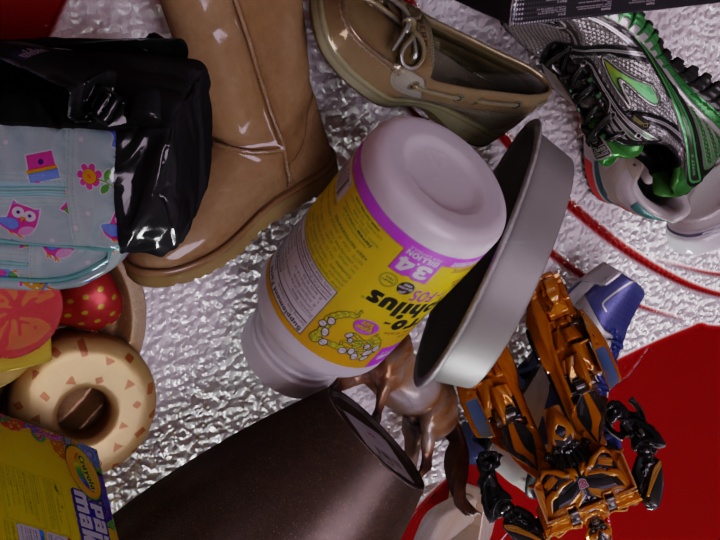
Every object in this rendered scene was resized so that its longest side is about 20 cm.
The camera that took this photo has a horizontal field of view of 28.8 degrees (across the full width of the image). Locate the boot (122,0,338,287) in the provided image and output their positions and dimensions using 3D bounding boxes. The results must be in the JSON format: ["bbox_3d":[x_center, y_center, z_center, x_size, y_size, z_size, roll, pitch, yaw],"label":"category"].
[{"bbox_3d":[-0.098,-0.113,0.854,0.175,0.066,0.201,-38,132,-30],"label":"boot"}]

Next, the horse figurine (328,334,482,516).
[{"bbox_3d":[0.032,0.104,1.051,0.200,0.050,0.133,49,51,-35],"label":"horse figurine"}]

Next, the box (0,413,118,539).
[{"bbox_3d":[-0.237,0.219,0.805,0.192,0.201,0.122,-43,135,20],"label":"box"}]

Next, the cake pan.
[{"bbox_3d":[0.093,-0.006,0.965,0.036,0.200,0.202,24,101,-3],"label":"cake pan"}]

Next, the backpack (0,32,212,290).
[{"bbox_3d":[-0.185,-0.059,0.738,0.198,0.167,0.128,1,103,1],"label":"backpack"}]

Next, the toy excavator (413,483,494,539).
[{"bbox_3d":[0.035,0.247,1.080,0.194,0.099,0.202,41,68,-57],"label":"toy excavator"}]

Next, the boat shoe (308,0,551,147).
[{"bbox_3d":[0.047,-0.140,0.920,0.063,0.074,0.200,-28,145,33],"label":"boat shoe"}]

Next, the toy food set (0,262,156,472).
[{"bbox_3d":[-0.220,0.053,0.863,0.196,0.049,0.202,-13,121,-30],"label":"toy food set"}]

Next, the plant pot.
[{"bbox_3d":[-0.057,0.181,0.932,0.200,0.187,0.187,-44,132,6],"label":"plant pot"}]

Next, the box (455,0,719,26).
[{"bbox_3d":[0.128,-0.207,0.897,0.199,0.160,0.045,-13,122,-31],"label":"box"}]

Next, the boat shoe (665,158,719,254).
[{"bbox_3d":[0.322,-0.093,1.156,0.199,0.072,0.066,-36,125,-15],"label":"boat shoe"}]

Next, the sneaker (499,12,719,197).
[{"bbox_3d":[0.173,-0.124,0.953,0.199,0.078,0.086,34,77,-17],"label":"sneaker"}]

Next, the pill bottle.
[{"bbox_3d":[0.000,0.000,0.915,0.104,0.105,0.200,5,141,-37],"label":"pill bottle"}]

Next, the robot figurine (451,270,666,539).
[{"bbox_3d":[0.141,0.110,1.044,0.144,0.201,0.058,-22,160,0],"label":"robot figurine"}]

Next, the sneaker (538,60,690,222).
[{"bbox_3d":[0.200,-0.116,1.039,0.070,0.093,0.201,-37,130,-13],"label":"sneaker"}]

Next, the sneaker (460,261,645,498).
[{"bbox_3d":[0.177,0.105,1.118,0.200,0.115,0.080,-52,150,3],"label":"sneaker"}]
